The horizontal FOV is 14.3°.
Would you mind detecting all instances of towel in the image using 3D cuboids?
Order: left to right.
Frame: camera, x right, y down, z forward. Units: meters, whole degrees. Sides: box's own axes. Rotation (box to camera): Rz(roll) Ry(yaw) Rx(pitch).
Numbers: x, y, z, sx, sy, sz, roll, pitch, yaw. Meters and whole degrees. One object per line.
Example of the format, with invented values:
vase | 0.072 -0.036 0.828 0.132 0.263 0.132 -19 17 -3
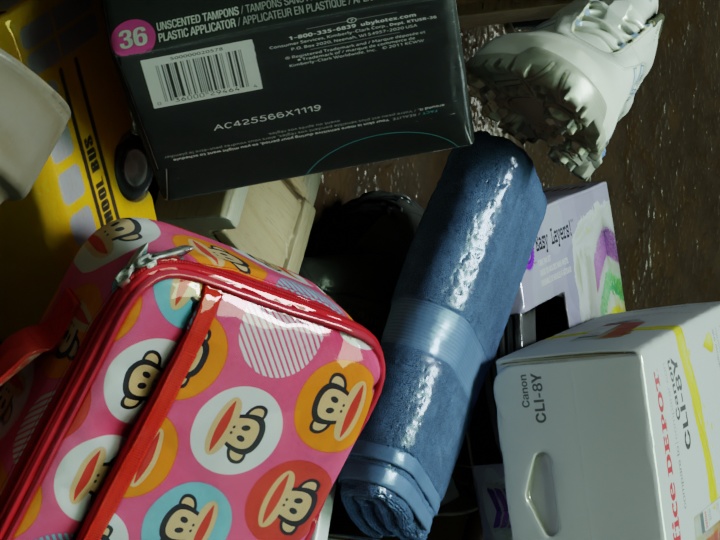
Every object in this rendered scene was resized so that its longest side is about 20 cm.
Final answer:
towel | 0.038 0.033 1.453 0.112 0.048 0.200 65 44 -69

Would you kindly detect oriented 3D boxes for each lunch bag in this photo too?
lunch bag | -0.100 0.079 1.274 0.176 0.082 0.200 21 101 -35

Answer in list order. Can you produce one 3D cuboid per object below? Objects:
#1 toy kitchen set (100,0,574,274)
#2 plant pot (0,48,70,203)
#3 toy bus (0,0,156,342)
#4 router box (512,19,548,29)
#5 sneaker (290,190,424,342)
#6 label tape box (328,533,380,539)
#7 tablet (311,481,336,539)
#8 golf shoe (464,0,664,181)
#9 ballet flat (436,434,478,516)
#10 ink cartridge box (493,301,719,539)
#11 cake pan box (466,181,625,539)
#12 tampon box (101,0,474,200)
toy kitchen set | -0.010 -0.115 1.398 0.163 0.180 0.200 49 46 -47
plant pot | -0.231 -0.026 1.052 0.200 0.200 0.174 36 76 -54
toy bus | -0.148 -0.071 1.284 0.078 0.065 0.200 -43 127 -48
router box | 0.111 -0.266 1.708 0.150 0.062 0.200 -61 139 -38
sneaker | 0.000 0.000 1.539 0.200 0.076 0.091 10 76 -68
label tape box | 0.005 0.254 1.517 0.144 0.063 0.201 56 43 -68
tablet | -0.029 0.151 1.460 0.130 0.014 0.201 113 -14 -70
golf shoe | 0.102 -0.104 1.354 0.097 0.078 0.200 -56 177 2
ballet flat | 0.043 0.104 1.611 0.200 0.068 0.069 21 85 -57
ink cartridge box | 0.148 0.102 1.535 0.200 0.083 0.146 -17 100 -68
cake pan box | 0.104 0.051 1.620 0.200 0.052 0.185 -18 98 -68
tampon box | -0.041 -0.158 1.285 0.126 0.149 0.200 78 1 -62
